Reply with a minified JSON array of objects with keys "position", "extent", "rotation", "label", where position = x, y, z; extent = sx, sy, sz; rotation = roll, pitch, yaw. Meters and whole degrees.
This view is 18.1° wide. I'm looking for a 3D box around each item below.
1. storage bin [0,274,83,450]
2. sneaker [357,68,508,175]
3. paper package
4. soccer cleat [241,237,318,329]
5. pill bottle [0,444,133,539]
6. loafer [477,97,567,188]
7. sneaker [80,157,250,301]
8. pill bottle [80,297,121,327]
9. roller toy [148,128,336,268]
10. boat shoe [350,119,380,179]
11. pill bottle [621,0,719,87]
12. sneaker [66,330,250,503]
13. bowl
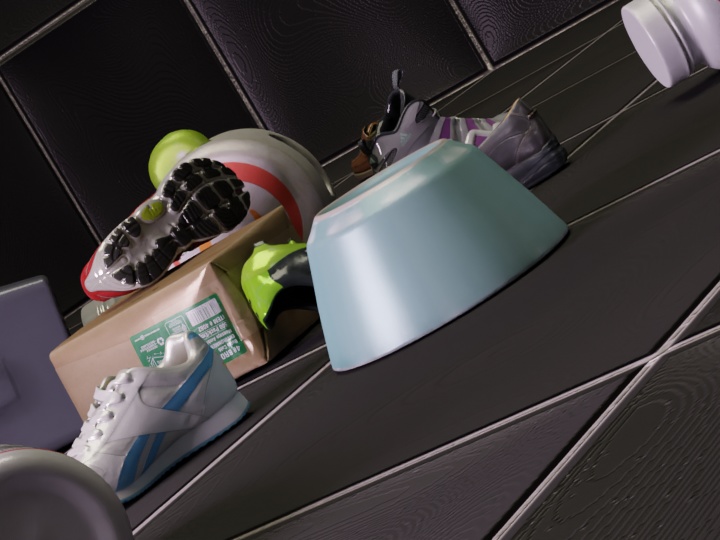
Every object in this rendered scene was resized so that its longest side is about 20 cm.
[{"position":[-0.338,0.100,2.195],"extent":[0.134,0.201,0.146],"rotation":[-22,5,-7],"label":"storage bin"},{"position":[0.080,-0.155,2.372],"extent":[0.200,0.140,0.078],"rotation":[-36,7,-36],"label":"sneaker"},{"position":[-0.147,0.050,2.006],"extent":[0.199,0.104,0.191],"rotation":[-28,7,26],"label":"paper package"},{"position":[0.000,0.000,1.898],"extent":[0.199,0.081,0.068],"rotation":[-15,-35,-6],"label":"soccer cleat"},{"position":[-0.200,0.158,1.297],"extent":[0.116,0.116,0.200],"rotation":[-33,5,-15],"label":"pill bottle"},{"position":[0.086,-0.079,2.041],"extent":[0.199,0.073,0.073],"rotation":[-32,7,-1],"label":"loafer"},{"position":[-0.184,-0.037,2.073],"extent":[0.200,0.077,0.085],"rotation":[-36,2,-41],"label":"sneaker"},{"position":[-0.195,0.026,2.427],"extent":[0.199,0.111,0.111],"rotation":[-30,6,10],"label":"pill bottle"},{"position":[-0.115,-0.044,2.264],"extent":[0.181,0.202,0.140],"rotation":[0,10,5],"label":"roller toy"},{"position":[0.036,-0.185,3.232],"extent":[0.072,0.068,0.200],"rotation":[-36,6,-30],"label":"boat shoe"},{"position":[0.335,-0.248,2.000],"extent":[0.199,0.109,0.109],"rotation":[-31,6,-2],"label":"pill bottle"},{"position":[-0.176,0.121,1.664],"extent":[0.200,0.081,0.076],"rotation":[-37,10,-36],"label":"sneaker"},{"position":[0.041,-0.023,1.649],"extent":[0.200,0.105,0.201],"rotation":[-30,5,3],"label":"bowl"}]
